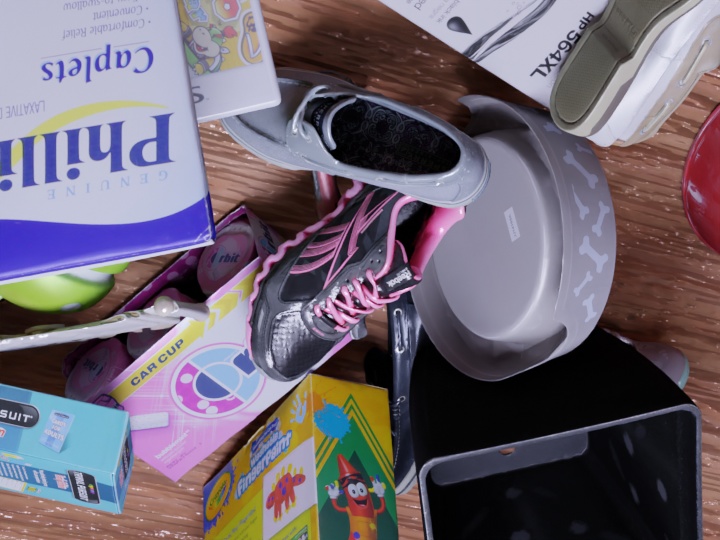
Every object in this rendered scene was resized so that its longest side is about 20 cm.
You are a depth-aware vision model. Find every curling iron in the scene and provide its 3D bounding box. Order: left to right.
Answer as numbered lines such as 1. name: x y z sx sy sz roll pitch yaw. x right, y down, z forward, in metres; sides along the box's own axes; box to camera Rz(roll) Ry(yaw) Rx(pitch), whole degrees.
1. curling iron: -0.011 -0.044 1.462 0.049 0.026 0.202 -6 109 -3

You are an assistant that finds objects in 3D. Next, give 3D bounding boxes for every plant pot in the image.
1. plant pot: 0.126 0.145 1.499 0.198 0.178 0.201 -12 124 -7

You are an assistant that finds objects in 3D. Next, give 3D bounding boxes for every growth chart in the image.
1. growth chart: -0.203 0.042 1.393 0.198 0.145 0.018 -9 86 -1

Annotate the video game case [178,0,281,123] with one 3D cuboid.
1. video game case: -0.158 -0.182 1.278 0.181 0.023 0.202 -13 91 -6

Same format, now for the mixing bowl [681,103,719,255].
1. mixing bowl: 0.352 -0.052 1.547 0.198 0.109 0.201 -7 129 -9

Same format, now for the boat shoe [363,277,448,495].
1. boat shoe: 0.031 0.086 1.588 0.062 0.075 0.201 3 122 -11

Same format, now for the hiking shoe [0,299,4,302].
1. hiking shoe: -0.330 0.035 1.438 0.199 0.076 0.101 -26 126 4

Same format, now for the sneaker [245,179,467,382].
1. sneaker: 0.000 0.000 1.417 0.079 0.095 0.200 38 91 -36

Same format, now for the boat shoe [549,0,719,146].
1. boat shoe: 0.205 -0.165 1.336 0.068 0.075 0.200 16 126 -35

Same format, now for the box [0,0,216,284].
1. box: -0.189 -0.098 1.213 0.182 0.105 0.202 -10 92 -5

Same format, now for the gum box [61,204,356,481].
1. gum box: -0.117 0.060 1.525 0.200 0.066 0.113 -40 129 15

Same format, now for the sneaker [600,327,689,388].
1. sneaker: 0.164 0.054 1.595 0.198 0.078 0.141 -10 130 -9

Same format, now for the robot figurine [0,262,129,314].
1. robot figurine: -0.189 -0.059 1.366 0.115 0.175 0.201 34 101 8

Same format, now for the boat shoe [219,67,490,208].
1. boat shoe: -0.010 -0.098 1.373 0.072 0.200 0.071 45 64 -70

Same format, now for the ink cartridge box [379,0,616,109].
1. ink cartridge box: 0.115 -0.209 1.369 0.199 0.085 0.146 27 115 -31

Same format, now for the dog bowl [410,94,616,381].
1. dog bowl: 0.106 -0.025 1.447 0.058 0.200 0.201 -5 130 -31

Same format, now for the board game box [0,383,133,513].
1. board game box: -0.263 0.117 1.454 0.198 0.047 0.151 12 162 -2

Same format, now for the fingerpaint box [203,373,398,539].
1. fingerpaint box: -0.047 0.201 1.554 0.073 0.168 0.200 13 143 -25
